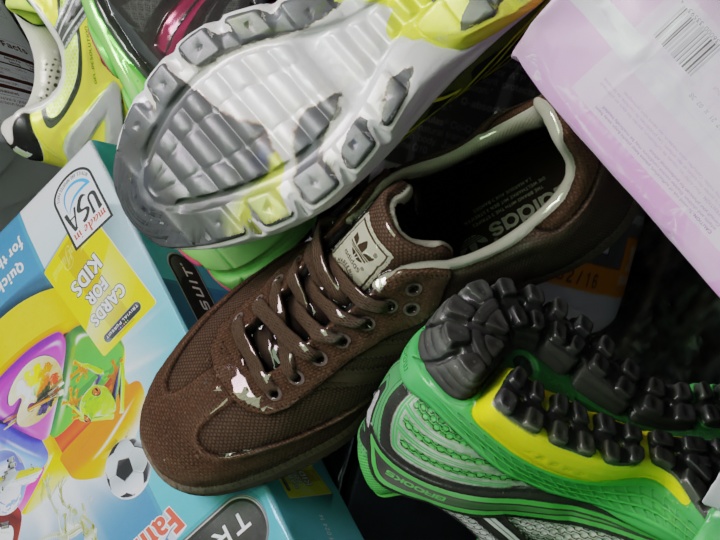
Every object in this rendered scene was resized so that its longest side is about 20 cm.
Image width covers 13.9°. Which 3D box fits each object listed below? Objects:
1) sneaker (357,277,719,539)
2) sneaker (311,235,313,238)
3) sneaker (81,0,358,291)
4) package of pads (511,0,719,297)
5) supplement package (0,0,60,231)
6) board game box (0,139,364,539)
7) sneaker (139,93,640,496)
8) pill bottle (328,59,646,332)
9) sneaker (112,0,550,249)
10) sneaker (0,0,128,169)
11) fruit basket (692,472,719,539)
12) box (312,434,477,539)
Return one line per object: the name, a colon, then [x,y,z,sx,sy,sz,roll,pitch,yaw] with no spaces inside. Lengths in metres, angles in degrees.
sneaker: [0.089,0.076,1.005,0.085,0.200,0.078,-44,24,39]
sneaker: [-0.011,-0.105,1.177,0.090,0.078,0.200,-19,71,32]
sneaker: [-0.049,-0.078,1.107,0.084,0.077,0.200,-31,53,11]
package of pads: [0.143,-0.029,0.935,0.076,0.120,0.200,-43,88,19]
supplement package: [-0.261,-0.064,1.324,0.191,0.147,0.200,-47,58,22]
board game box: [-0.095,0.076,1.096,0.151,0.047,0.200,-44,58,25]
sneaker: [0.000,0.000,0.994,0.200,0.076,0.070,-35,64,4]
pill bottle: [0.064,-0.085,1.086,0.116,0.116,0.200,18,94,39]
sneaker: [0.008,-0.070,0.997,0.200,0.085,0.075,-35,79,10]
sneaker: [-0.109,-0.137,1.237,0.075,0.076,0.200,175,96,-67]
fruit basket: [0.172,0.150,0.895,0.200,0.094,0.185,38,150,11]
box: [-0.053,0.091,1.157,0.200,0.104,0.148,18,93,39]
